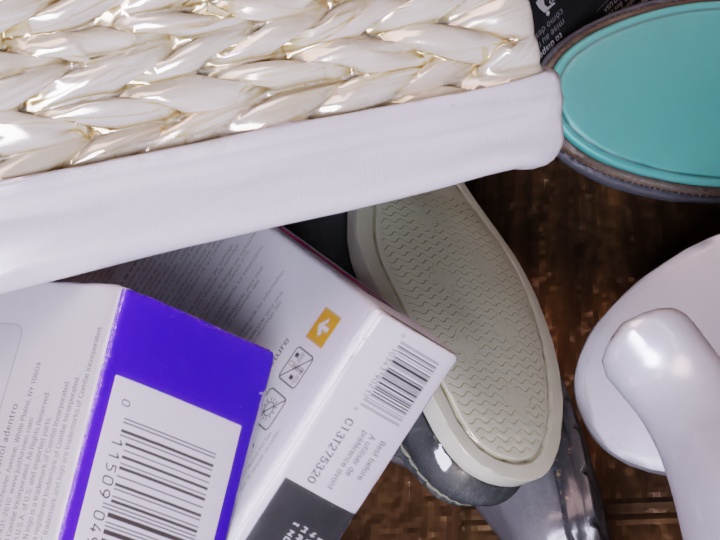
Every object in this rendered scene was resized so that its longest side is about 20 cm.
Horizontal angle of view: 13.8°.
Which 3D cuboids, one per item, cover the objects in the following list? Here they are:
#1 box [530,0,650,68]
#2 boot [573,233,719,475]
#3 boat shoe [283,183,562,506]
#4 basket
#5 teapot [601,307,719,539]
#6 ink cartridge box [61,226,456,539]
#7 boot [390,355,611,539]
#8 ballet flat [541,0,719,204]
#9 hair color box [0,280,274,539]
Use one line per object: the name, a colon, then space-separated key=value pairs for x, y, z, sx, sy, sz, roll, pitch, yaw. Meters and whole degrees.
box: x=0.010 y=-0.143 z=0.996 sx=0.200 sy=0.124 sz=0.149 roll=19 pitch=53 yaw=41
boot: x=0.160 y=0.008 z=0.905 sx=0.200 sy=0.096 sz=0.074 roll=-24 pitch=81 yaw=2
boat shoe: x=0.000 y=0.000 z=0.883 sx=0.068 sy=0.072 sz=0.200 roll=-51 pitch=46 yaw=25
basket: x=-0.067 y=-0.074 z=0.772 sx=0.200 sy=0.123 sz=0.136 roll=-14 pitch=14 yaw=-16
teapot: x=0.152 y=0.122 z=0.710 sx=0.197 sy=0.200 sz=0.146 roll=3 pitch=21 yaw=-9
ink cartridge box: x=-0.055 y=0.022 z=0.837 sx=0.095 sy=0.037 sz=0.200 roll=-57 pitch=36 yaw=2
boot: x=-0.008 y=0.050 z=0.915 sx=0.132 sy=0.070 sz=0.200 roll=-22 pitch=40 yaw=-7
ballet flat: x=0.149 y=-0.059 z=0.954 sx=0.200 sy=0.073 sz=0.073 roll=-10 pitch=50 yaw=-7
hair color box: x=-0.124 y=0.059 z=0.788 sx=0.200 sy=0.065 sz=0.109 roll=4 pitch=74 yaw=40
